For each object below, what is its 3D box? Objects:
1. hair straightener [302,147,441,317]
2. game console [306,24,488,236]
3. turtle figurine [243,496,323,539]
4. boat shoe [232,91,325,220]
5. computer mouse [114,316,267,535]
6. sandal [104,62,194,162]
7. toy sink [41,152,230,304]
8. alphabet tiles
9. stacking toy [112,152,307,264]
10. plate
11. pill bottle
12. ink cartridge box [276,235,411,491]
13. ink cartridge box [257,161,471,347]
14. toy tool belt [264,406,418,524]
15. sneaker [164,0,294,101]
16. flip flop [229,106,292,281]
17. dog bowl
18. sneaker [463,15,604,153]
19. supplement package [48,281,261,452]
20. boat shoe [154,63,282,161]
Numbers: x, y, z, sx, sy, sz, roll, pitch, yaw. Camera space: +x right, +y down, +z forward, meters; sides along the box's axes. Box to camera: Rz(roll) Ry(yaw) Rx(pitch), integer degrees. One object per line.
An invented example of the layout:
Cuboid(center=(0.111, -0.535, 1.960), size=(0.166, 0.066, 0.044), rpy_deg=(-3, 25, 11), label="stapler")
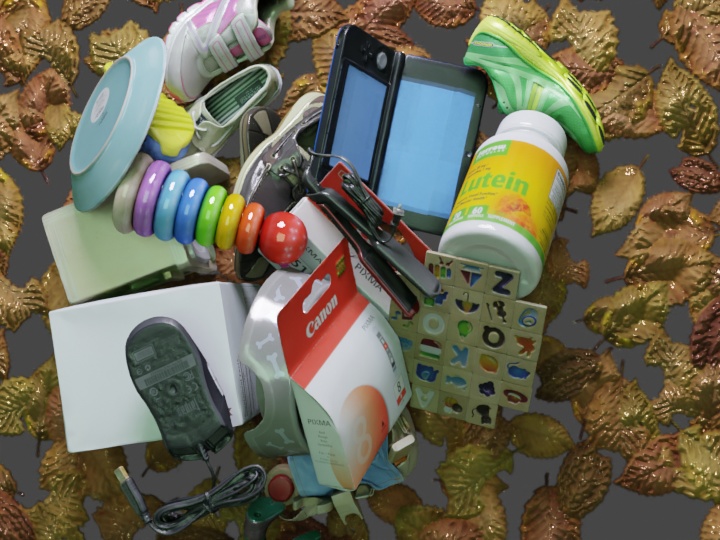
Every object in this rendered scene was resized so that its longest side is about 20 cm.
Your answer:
Cuboid(center=(0.015, -0.051, 0.933), size=(0.077, 0.041, 0.201), rpy_deg=(-38, 90, 32), label="hair straightener")
Cuboid(center=(0.045, -0.156, 1.050), size=(0.117, 0.170, 0.204), rpy_deg=(11, 89, 32), label="game console")
Cuboid(center=(-0.106, 0.360, 1.032), size=(0.148, 0.101, 0.203), rpy_deg=(22, 119, 8), label="turtle figurine")
Cuboid(center=(-0.076, -0.123, 1.045), size=(0.064, 0.073, 0.202), rpy_deg=(8, 62, 44), label="boat shoe")
Cuboid(center=(-0.186, 0.153, 0.900), size=(0.139, 0.046, 0.202), rpy_deg=(-29, 92, 8), label="computer mouse")
Cuboid(center=(-0.253, -0.165, 1.068), size=(0.079, 0.200, 0.088), rpy_deg=(13, 111, -36), label="sandal")
Cuboid(center=(-0.237, -0.040, 1.064), size=(0.197, 0.130, 0.114), rpy_deg=(-21, 87, 3), label="toy sink")
Cuboid(center=(0.108, 0.077, 0.984), size=(0.164, 0.006, 0.203), rpy_deg=(12, 121, 14), label="alphabet tiles")
Cuboid(center=(-0.151, -0.053, 0.958), size=(0.197, 0.085, 0.087), rpy_deg=(18, 90, -3), label="stacking toy")
Cuboid(center=(-0.265, -0.159, 0.975), size=(0.025, 0.199, 0.203), rpy_deg=(23, 92, -33), label="plate")
Cuboid(center=(0.163, -0.077, 0.999), size=(0.109, 0.112, 0.202), rpy_deg=(21, 55, 5), label="pill bottle")
Cuboid(center=(-0.009, 0.090, 0.933), size=(0.049, 0.162, 0.203), rpy_deg=(4, 121, 26), label="ink cartridge box")
Cuboid(center=(0.000, 0.000, 1.009), size=(0.200, 0.173, 0.044), rpy_deg=(43, 56, -6), label="ink cartridge box")
Cuboid(center=(-0.028, 0.219, 1.040), size=(0.197, 0.123, 0.127), rpy_deg=(-24, 86, 5), label="toy tool belt")
Cuboid(center=(-0.151, -0.277, 1.070), size=(0.088, 0.081, 0.201), rpy_deg=(34, 88, 24), label="sneaker")
Cuboid(center=(-0.125, -0.089, 1.087), size=(0.057, 0.080, 0.204), rpy_deg=(4, 97, 43), label="flip flop")
Cuboid(center=(-0.059, 0.100, 0.973), size=(0.058, 0.200, 0.204), rpy_deg=(4, 89, 20), label="dog bowl")
Cuboid(center=(0.201, -0.204, 1.064), size=(0.200, 0.074, 0.084), rpy_deg=(44, 116, 2), label="sneaker")
Cuboid(center=(-0.208, 0.099, 1.022), size=(0.188, 0.200, 0.150), rpy_deg=(-10, 88, 4), label="supplement package")
Cuboid(center=(-0.180, -0.180, 1.095), size=(0.199, 0.062, 0.072), rpy_deg=(-41, 85, 4), label="boat shoe")
